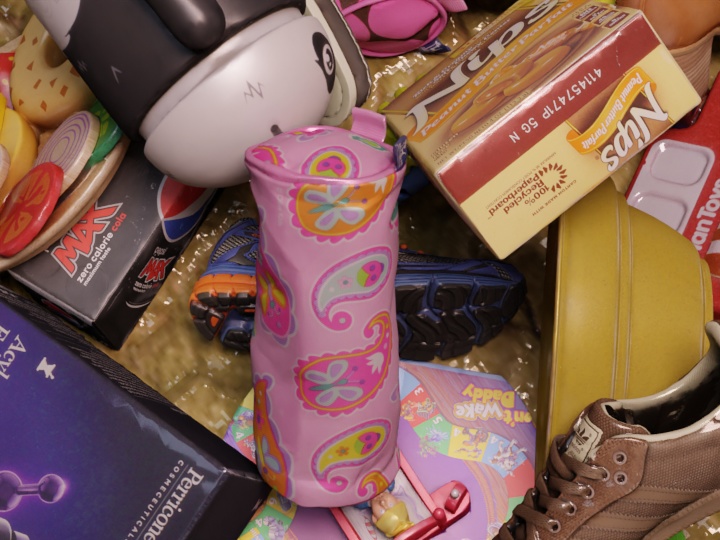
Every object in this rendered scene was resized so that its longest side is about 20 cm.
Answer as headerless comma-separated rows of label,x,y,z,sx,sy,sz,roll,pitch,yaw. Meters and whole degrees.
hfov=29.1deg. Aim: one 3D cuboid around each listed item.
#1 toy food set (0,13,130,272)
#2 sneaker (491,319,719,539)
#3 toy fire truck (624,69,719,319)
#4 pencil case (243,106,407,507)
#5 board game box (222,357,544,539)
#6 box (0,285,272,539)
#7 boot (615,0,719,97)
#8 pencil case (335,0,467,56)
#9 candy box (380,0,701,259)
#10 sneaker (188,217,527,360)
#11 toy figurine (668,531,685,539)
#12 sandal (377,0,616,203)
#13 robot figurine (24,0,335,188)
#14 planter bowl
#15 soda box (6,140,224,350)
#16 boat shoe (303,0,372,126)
toy food set,-0.212,-0.079,0.835,0.199,0.049,0.199,-19,50,22
sneaker,0.106,0.097,0.632,0.199,0.070,0.076,-36,114,-2
toy fire truck,0.240,-0.052,0.810,0.167,0.112,0.201,17,71,29
pencil case,-0.016,0.022,0.719,0.087,0.088,0.202,3,115,6
board game box,0.011,0.121,0.794,0.198,0.039,0.159,10,72,7
box,-0.172,0.118,0.766,0.199,0.104,0.149,32,86,15
boot,0.199,-0.201,0.810,0.076,0.156,0.200,20,48,29
pencil case,0.012,-0.239,0.896,0.093,0.091,0.202,-19,68,30
candy box,0.080,-0.082,0.697,0.115,0.200,0.055,-38,106,4
sneaker,0.000,0.000,0.822,0.198,0.076,0.079,4,55,1
toy figurine,0.085,0.226,0.716,0.183,0.201,0.151,-11,31,21
sandal,0.088,-0.095,0.846,0.199,0.087,0.080,-32,37,11
robot figurine,-0.099,-0.141,0.744,0.201,0.125,0.150,53,37,2
planter bowl,0.138,0.037,0.728,0.083,0.201,0.202,4,71,6
soda box,-0.127,-0.057,0.855,0.070,0.063,0.201,28,76,13
boat shoe,-0.051,-0.172,0.827,0.060,0.072,0.202,-23,69,-40
